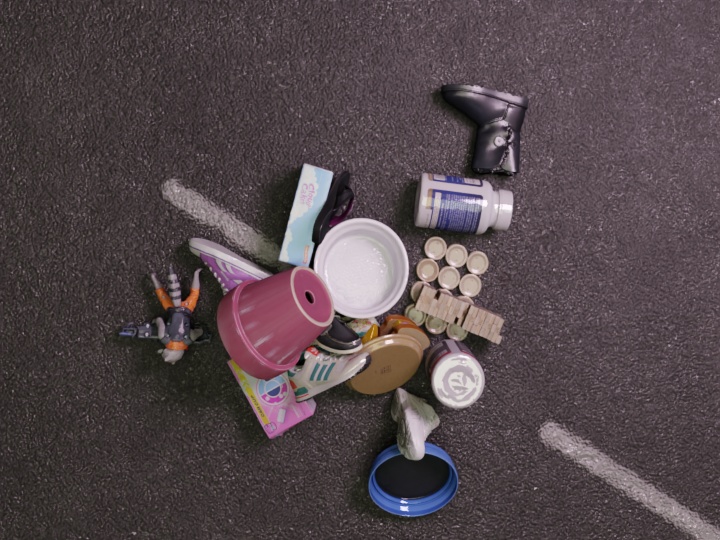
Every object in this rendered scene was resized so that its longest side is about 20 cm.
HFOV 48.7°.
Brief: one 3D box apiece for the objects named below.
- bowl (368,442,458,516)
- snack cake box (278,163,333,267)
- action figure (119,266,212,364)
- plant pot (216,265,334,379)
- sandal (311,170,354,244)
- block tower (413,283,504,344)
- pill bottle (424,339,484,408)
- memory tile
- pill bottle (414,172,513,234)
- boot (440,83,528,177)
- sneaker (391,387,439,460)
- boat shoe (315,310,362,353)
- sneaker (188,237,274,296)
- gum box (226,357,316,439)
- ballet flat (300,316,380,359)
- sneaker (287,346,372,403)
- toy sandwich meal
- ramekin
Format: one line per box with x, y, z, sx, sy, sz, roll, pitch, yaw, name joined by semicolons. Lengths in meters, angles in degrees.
0.113;0.450;1.722;0.195;0.040;0.205;-1;124;-1;bowl
-0.112;-0.115;1.659;0.065;0.115;0.205;15;95;-3;snack cake box
-0.413;0.098;1.678;0.194;0.105;0.199;-3;81;-11;action figure
-0.155;0.090;1.578;0.177;0.200;0.203;-30;97;28;plant pot
-0.047;-0.123;1.619;0.047;0.203;0.076;16;138;8;sandal
0.213;0.090;1.702;0.196;0.054;0.059;24;96;-4;block tower
0.190;0.207;1.657;0.107;0.200;0.114;0;97;-1;pill bottle
0.185;0.040;1.732;0.149;0.017;0.205;17;96;-3;memory tile
0.214;-0.137;1.666;0.194;0.111;0.114;7;96;-2;pill bottle
0.251;-0.291;1.667;0.195;0.076;0.173;10;92;-9;boot
0.125;0.322;1.675;0.097;0.201;0.080;10;118;-11;sneaker
-0.068;0.111;1.646;0.071;0.199;0.069;-22;124;-29;boat shoe
-0.292;0.017;1.693;0.197;0.073;0.116;29;98;-4;sneaker
-0.187;0.249;1.715;0.112;0.066;0.203;-28;96;7;gum box
-0.053;0.139;1.720;0.195;0.076;0.065;-15;64;-4;ballet flat
-0.072;0.194;1.623;0.197;0.070;0.095;-29;86;27;sneaker
0.047;0.181;1.699;0.200;0.071;0.208;-13;137;-12;toy sandwich meal
0.000;0.000;1.666;0.194;0.098;0.207;0;84;-2;ramekin
